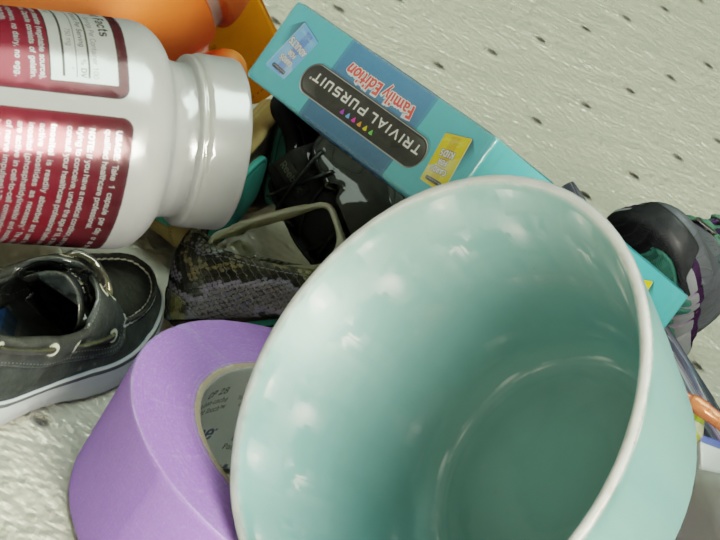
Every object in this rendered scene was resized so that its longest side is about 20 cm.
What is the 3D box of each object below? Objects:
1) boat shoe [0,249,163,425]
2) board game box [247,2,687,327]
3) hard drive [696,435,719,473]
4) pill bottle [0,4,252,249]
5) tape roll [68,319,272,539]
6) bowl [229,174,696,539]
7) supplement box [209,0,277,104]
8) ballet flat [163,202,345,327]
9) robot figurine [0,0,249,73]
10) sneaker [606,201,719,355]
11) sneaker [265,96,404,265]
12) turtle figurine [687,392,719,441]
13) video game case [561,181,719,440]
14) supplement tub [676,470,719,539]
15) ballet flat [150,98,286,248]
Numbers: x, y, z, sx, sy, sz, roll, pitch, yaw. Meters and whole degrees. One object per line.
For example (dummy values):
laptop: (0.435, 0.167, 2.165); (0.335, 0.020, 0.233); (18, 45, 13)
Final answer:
boat shoe: (-0.142, 0.022, 1.070); (0.069, 0.057, 0.200); (37, 26, 11)
board game box: (0.055, -0.040, 1.139); (0.151, 0.047, 0.200); (38, 3, 40)
hard drive: (0.212, 0.148, 1.171); (0.199, 0.132, 0.025); (21, 52, -23)
pill bottle: (-0.159, -0.068, 1.101); (0.199, 0.113, 0.113); (5, 34, -21)
tape roll: (-0.027, 0.111, 1.036); (0.200, 0.066, 0.200); (27, 25, -14)
bowl: (0.056, 0.072, 0.937); (0.105, 0.201, 0.201); (35, 17, -44)
supplement box: (-0.132, -0.190, 1.379); (0.200, 0.073, 0.126); (49, -6, 30)
ballet flat: (0.000, 0.000, 1.156); (0.199, 0.072, 0.072); (1, 26, 7)
robot figurine: (-0.138, -0.147, 1.216); (0.144, 0.200, 0.117); (40, -16, 37)
sneaker: (0.198, -0.015, 1.389); (0.074, 0.087, 0.200); (46, -7, 16)
sneaker: (-0.010, -0.022, 1.245); (0.091, 0.076, 0.200); (29, 33, -40)
turtle figurine: (0.092, 0.072, 1.084); (0.199, 0.065, 0.161); (10, 1, 10)
video game case: (0.175, 0.058, 1.304); (0.200, 0.019, 0.143); (54, 11, -35)
supplement tub: (0.212, 0.188, 1.078); (0.199, 0.145, 0.145); (21, 28, -23)
ballet flat: (-0.073, -0.065, 1.302); (0.063, 0.069, 0.200); (22, 22, 13)
